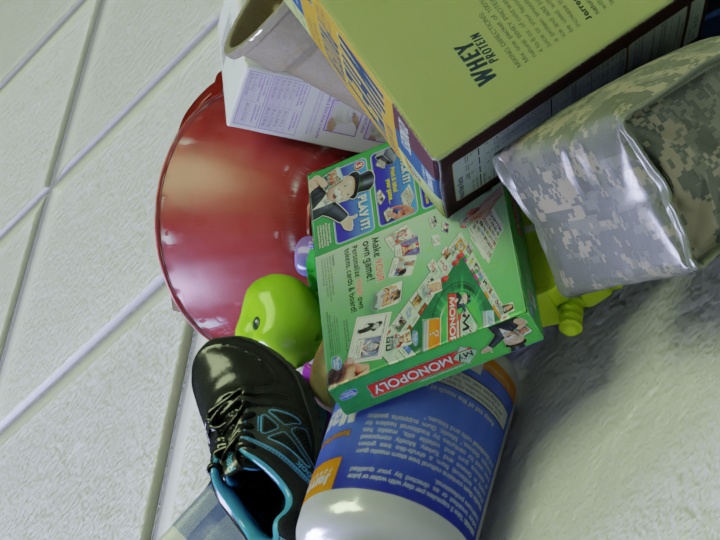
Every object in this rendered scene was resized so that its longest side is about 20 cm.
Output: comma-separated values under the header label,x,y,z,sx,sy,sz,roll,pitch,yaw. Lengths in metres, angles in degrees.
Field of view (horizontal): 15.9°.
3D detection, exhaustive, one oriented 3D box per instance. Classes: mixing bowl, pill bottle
label,x,y,z,sx,sy,sz,roll,pitch,yaw
mixing bowl,-0.045,-0.038,1.920,0.108,0.200,0.201,1,58,41
pill bottle,0.024,0.138,1.598,0.112,0.112,0.200,-30,33,49

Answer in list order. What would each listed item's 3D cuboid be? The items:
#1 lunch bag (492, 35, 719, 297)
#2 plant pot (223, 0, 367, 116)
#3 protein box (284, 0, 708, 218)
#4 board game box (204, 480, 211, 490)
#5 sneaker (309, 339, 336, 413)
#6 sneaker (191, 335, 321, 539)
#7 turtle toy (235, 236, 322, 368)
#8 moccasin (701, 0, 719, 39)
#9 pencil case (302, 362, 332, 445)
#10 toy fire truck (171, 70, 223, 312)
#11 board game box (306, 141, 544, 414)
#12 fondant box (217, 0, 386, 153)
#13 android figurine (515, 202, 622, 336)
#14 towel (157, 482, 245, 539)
label,x,y,z,sx,sy,sz,roll,pitch,yaw
lunch bag,0.206,-0.077,1.495,0.200,0.118,0.164,-32,8,-24
plant pot,0.038,-0.175,1.775,0.201,0.183,0.201,-50,14,16
protein box,0.074,-0.179,1.575,0.200,0.199,0.135,-34,-13,-5
board game box,-0.103,0.213,1.875,0.200,0.028,0.135,-60,23,-7
sneaker,0.058,0.026,1.700,0.200,0.067,0.090,-41,23,-11
sneaker,-0.065,0.113,1.676,0.073,0.082,0.200,-44,53,16
turtle toy,0.000,0.000,1.806,0.200,0.101,0.146,-48,14,-11
moccasin,0.218,-0.170,1.677,0.200,0.080,0.068,-14,59,42
pencil case,-0.061,0.168,1.759,0.085,0.092,0.200,23,78,42
toy fire truck,-0.123,-0.068,2.213,0.200,0.129,0.176,-27,35,34
board game box,0.037,-0.011,1.623,0.134,0.029,0.200,-21,42,14
fondant box,-0.001,-0.147,1.909,0.144,0.199,0.058,-98,23,-54
android figurine,0.117,-0.035,1.644,0.182,0.041,0.200,-14,46,22
towel,-0.112,0.256,1.688,0.200,0.147,0.024,-49,-23,-5
